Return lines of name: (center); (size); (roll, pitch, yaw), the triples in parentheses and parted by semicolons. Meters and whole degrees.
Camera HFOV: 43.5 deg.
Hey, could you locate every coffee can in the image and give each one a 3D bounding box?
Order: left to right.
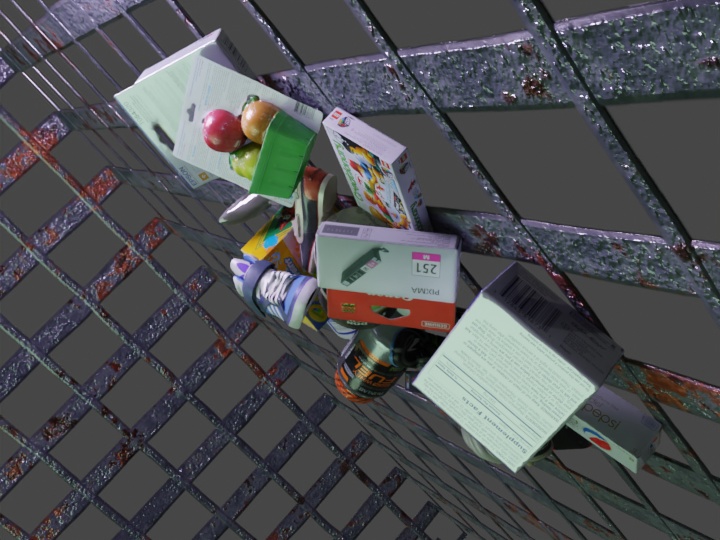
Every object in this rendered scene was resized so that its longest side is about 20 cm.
coffee can: (0.000, 0.000, 1.451); (0.146, 0.146, 0.200); (40, 166, 12)

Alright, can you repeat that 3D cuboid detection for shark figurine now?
shark figurine: (-0.144, -0.154, 1.473); (0.090, 0.128, 0.215); (56, 136, 46)

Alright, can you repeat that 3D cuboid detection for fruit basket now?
fruit basket: (-0.164, -0.200, 1.308); (0.200, 0.094, 0.185); (28, 131, 5)

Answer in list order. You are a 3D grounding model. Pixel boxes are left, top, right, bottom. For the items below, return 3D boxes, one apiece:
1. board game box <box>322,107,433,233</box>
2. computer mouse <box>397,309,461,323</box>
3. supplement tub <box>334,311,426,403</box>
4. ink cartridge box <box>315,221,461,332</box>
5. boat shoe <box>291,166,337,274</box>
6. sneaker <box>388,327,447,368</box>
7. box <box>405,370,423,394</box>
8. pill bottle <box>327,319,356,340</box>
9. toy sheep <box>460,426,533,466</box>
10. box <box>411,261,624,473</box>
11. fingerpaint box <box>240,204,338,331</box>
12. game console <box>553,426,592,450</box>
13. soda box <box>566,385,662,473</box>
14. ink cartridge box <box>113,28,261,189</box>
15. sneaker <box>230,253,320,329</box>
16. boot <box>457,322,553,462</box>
board game box: (0.028, -0.125, 1.232); (0.126, 0.035, 0.200); (35, 164, 30)
computer mouse: (0.109, 0.072, 1.575); (0.200, 0.044, 0.110); (25, 159, 51)
supplement tub: (0.033, 0.163, 1.732); (0.122, 0.122, 0.200); (41, 132, 9)
ink cartridge box: (0.039, 0.021, 1.283); (0.200, 0.044, 0.174); (6, 125, 10)
boat shoe: (-0.081, -0.082, 1.473); (0.062, 0.071, 0.200); (21, 132, 16)
sneaker: (0.131, 0.141, 1.569); (0.199, 0.071, 0.083); (11, 177, -39)
box: (0.178, 0.205, 1.626); (0.136, 0.038, 0.200); (2, 177, -18)
pill bottle: (-0.026, 0.066, 1.795); (0.112, 0.112, 0.200); (26, 159, 50)
toy sheep: (0.254, 0.294, 1.664); (0.138, 0.138, 0.200); (46, 149, -14)
box: (0.201, 0.126, 1.169); (0.184, 0.105, 0.200); (41, 129, 11)
fingerpaint box: (-0.087, -0.022, 1.589); (0.073, 0.167, 0.200); (27, 160, 48)
game console: (0.270, 0.234, 1.477); (0.177, 0.031, 0.200); (-14, 131, 47)
soda box: (0.332, 0.201, 1.301); (0.200, 0.064, 0.068); (35, 164, 31)
ink cartridge box: (-0.231, -0.236, 1.355); (0.200, 0.043, 0.196); (-19, 126, 26)
sneaker: (-0.144, 0.026, 1.420); (0.146, 0.081, 0.200); (29, 169, -2)
boot: (0.204, 0.171, 1.313); (0.200, 0.073, 0.151); (-120, 7, -48)
